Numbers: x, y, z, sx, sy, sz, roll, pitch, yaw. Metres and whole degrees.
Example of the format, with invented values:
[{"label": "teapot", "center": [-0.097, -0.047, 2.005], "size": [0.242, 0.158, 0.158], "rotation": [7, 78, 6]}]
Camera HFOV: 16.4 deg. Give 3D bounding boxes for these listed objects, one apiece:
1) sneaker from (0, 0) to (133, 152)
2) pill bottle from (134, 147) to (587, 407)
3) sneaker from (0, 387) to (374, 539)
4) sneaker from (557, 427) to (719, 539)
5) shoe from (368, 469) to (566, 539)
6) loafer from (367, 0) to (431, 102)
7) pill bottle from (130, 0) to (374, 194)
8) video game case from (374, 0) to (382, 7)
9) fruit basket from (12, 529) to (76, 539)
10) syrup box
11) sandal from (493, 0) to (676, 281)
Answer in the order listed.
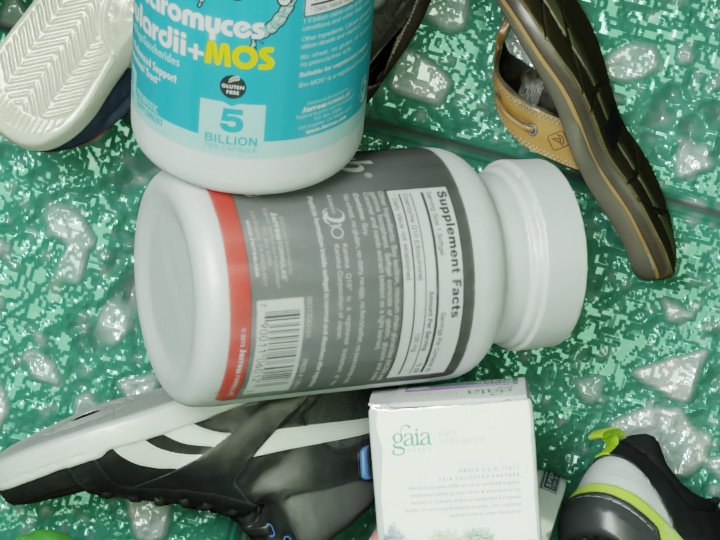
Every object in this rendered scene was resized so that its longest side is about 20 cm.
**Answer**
[{"label": "sneaker", "center": [-0.108, -0.139, 1.228], "size": [0.075, 0.085, 0.200], "rotation": [43, 87, 8]}, {"label": "pill bottle", "center": [0.000, 0.000, 1.207], "size": [0.199, 0.116, 0.116], "rotation": [-5, 98, -22]}, {"label": "sneaker", "center": [-0.079, 0.113, 1.265], "size": [0.200, 0.073, 0.112], "rotation": [-18, 97, -4]}, {"label": "sneaker", "center": [0.182, 0.156, 1.293], "size": [0.200, 0.072, 0.083], "rotation": [48, 50, -26]}, {"label": "shoe", "center": [0.038, 0.188, 1.291], "size": [0.091, 0.071, 0.201], "rotation": [16, 100, 7]}, {"label": "loafer", "center": [-0.028, -0.096, 1.244], "size": [0.073, 0.071, 0.200], "rotation": [32, 93, -8]}, {"label": "pill bottle", "center": [-0.047, -0.143, 1.119], "size": [0.110, 0.111, 0.200], "rotation": [1, 123, -5]}, {"label": "video game case", "center": [-0.003, -0.243, 1.139], "size": [0.022, 0.200, 0.182], "rotation": [-13, 73, -20]}, {"label": "fruit basket", "center": [-0.092, 0.201, 1.240], "size": [0.155, 0.216, 0.216], "rotation": [-22, 98, -2]}, {"label": "syrup box", "center": [0.050, 0.155, 1.211], "size": [0.079, 0.081, 0.201], "rotation": [-4, 92, 4]}, {"label": "sandal", "center": [0.101, -0.080, 1.266], "size": [0.054, 0.082, 0.200], "rotation": [-22, 106, 20]}]
